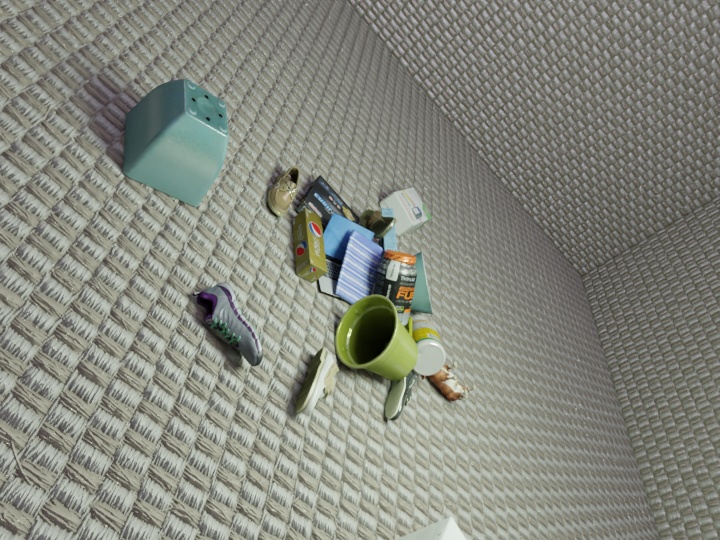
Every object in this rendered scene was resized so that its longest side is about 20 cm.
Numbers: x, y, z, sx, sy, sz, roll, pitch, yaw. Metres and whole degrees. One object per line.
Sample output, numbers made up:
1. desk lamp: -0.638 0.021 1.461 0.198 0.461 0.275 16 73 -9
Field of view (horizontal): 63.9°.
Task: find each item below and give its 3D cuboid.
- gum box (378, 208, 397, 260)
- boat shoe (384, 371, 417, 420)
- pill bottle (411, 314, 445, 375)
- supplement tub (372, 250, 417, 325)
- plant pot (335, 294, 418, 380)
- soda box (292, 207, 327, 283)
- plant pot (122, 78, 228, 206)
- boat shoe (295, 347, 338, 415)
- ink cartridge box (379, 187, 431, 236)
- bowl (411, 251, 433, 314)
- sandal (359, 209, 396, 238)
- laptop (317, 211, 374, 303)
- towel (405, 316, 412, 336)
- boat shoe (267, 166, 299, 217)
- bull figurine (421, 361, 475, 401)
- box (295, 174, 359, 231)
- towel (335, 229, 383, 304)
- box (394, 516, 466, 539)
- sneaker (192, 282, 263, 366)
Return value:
1. gum box: 0.087 -0.067 1.863 0.043 0.173 0.204 1 46 -2
2. boat shoe: 0.117 0.342 1.589 0.068 0.071 0.201 45 30 -10
3. pill bottle: 0.187 0.217 1.743 0.113 0.112 0.201 44 14 -19
4. supplement tub: 0.100 0.051 1.701 0.121 0.120 0.207 -3 106 -56
5. plant pot: 0.059 0.200 1.552 0.184 0.197 0.205 42 30 -43
6. soda box: -0.143 -0.071 1.612 0.067 0.063 0.205 28 41 -39
7. plant pot: -0.405 -0.310 1.323 0.194 0.198 0.200 23 43 -42
8. boat shoe: -0.094 0.266 1.349 0.068 0.075 0.202 41 32 -12
9. ink cartridge box: 0.174 -0.226 2.210 0.148 0.087 0.199 59 32 5
10. bowl: 0.169 0.048 1.874 0.201 0.102 0.208 -10 90 -84
11. sandal: 0.042 -0.155 1.804 0.057 0.080 0.200 44 -8 -32
12. laptop: -0.035 -0.027 1.679 0.185 0.115 0.205 22 44 -43
13. towel: 0.114 0.223 1.685 0.018 0.085 0.203 42 32 -25
14. boat shoe: -0.215 -0.233 1.661 0.072 0.064 0.203 40 33 -24
15. bull figurine: 0.264 0.334 1.779 0.200 0.120 0.066 46 54 -27
16. box: -0.097 -0.173 1.797 0.200 0.049 0.200 48 29 -16
17. towel: 0.000 0.000 1.691 0.143 0.023 0.206 32 65 -41
18. box: 0.145 0.641 1.209 0.154 0.198 0.106 55 31 2
19. sneaker: -0.285 0.124 1.226 0.086 0.075 0.202 -16 64 -44
